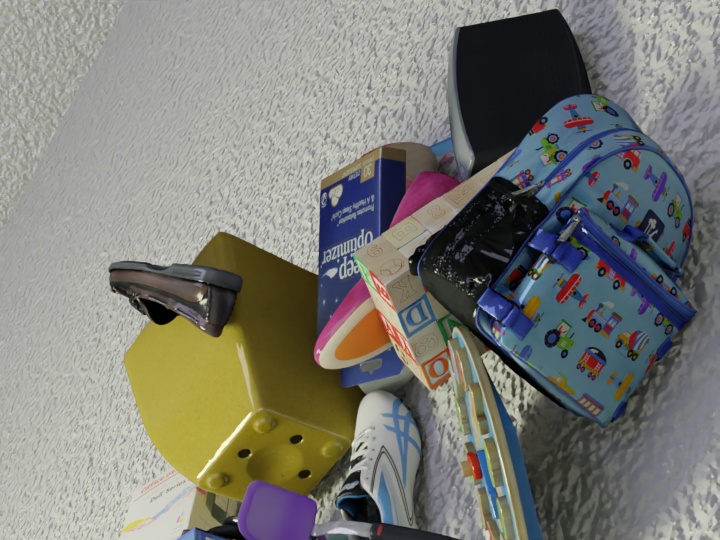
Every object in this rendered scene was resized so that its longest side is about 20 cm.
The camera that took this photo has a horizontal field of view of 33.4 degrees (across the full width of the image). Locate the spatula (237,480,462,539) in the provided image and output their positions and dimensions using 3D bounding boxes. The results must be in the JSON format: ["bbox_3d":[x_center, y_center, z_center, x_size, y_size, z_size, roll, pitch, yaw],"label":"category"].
[{"bbox_3d":[-0.005,0.215,0.988,0.197,0.021,0.057,7,50,16],"label":"spatula"}]

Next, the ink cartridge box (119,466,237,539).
[{"bbox_3d":[-0.196,0.273,1.293,0.116,0.067,0.201,-33,25,20],"label":"ink cartridge box"}]

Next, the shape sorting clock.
[{"bbox_3d":[0.092,0.140,0.876,0.039,0.202,0.201,-17,36,-1],"label":"shape sorting clock"}]

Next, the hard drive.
[{"bbox_3d":[0.144,-0.162,1.097,0.133,0.043,0.202,-9,48,9],"label":"hard drive"}]

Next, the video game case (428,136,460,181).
[{"bbox_3d":[0.088,-0.050,1.196,0.143,0.018,0.202,-19,50,55],"label":"video game case"}]

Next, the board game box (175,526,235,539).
[{"bbox_3d":[-0.113,0.301,1.039,0.199,0.199,0.044,-38,38,38],"label":"board game box"}]

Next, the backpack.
[{"bbox_3d":[0.166,-0.015,0.873,0.201,0.182,0.134,-50,36,-2],"label":"backpack"}]

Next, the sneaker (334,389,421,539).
[{"bbox_3d":[0.013,0.183,1.067,0.072,0.072,0.202,-45,31,33],"label":"sneaker"}]

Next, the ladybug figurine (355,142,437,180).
[{"bbox_3d":[0.013,-0.067,1.253,0.200,0.071,0.137,-42,31,58],"label":"ladybug figurine"}]

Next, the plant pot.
[{"bbox_3d":[-0.104,0.124,1.204,0.196,0.193,0.201,-49,35,24],"label":"plant pot"}]

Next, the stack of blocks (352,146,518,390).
[{"bbox_3d":[0.105,-0.011,0.961,0.199,0.116,0.059,-33,36,-10],"label":"stack of blocks"}]

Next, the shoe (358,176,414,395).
[{"bbox_3d":[0.031,0.014,1.144,0.091,0.071,0.202,-123,43,-58],"label":"shoe"}]

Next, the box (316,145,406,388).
[{"bbox_3d":[0.000,0.000,1.096,0.121,0.032,0.203,-22,66,59],"label":"box"}]

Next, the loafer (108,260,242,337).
[{"bbox_3d":[-0.189,0.027,1.158,0.199,0.071,0.064,1,78,49],"label":"loafer"}]

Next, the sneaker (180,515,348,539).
[{"bbox_3d":[-0.117,0.279,1.131,0.200,0.139,0.078,-41,34,34],"label":"sneaker"}]

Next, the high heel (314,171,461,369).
[{"bbox_3d":[0.020,-0.005,1.021,0.200,0.067,0.096,-46,47,-7],"label":"high heel"}]
